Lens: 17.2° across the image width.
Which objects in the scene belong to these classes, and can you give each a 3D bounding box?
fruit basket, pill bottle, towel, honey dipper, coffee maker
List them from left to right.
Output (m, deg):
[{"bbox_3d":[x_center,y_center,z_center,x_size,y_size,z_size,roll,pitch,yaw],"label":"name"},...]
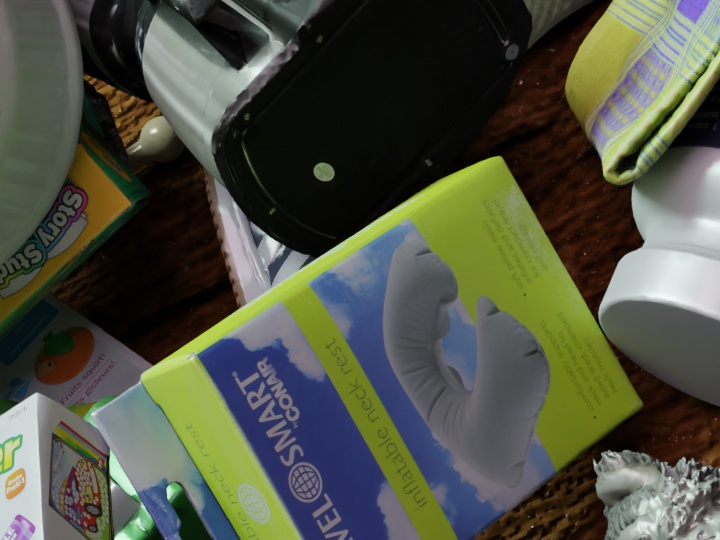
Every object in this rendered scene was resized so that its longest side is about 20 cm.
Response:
[{"bbox_3d":[-0.171,-0.016,1.158,0.200,0.038,0.038,-35,52,-2],"label":"honey dipper"},{"bbox_3d":[-0.153,0.106,1.037,0.200,0.094,0.185,33,78,39],"label":"fruit basket"},{"bbox_3d":[-0.028,-0.126,1.041,0.192,0.135,0.200,-30,43,-19],"label":"coffee maker"},{"bbox_3d":[0.132,-0.111,0.986,0.144,0.023,0.200,-57,8,13],"label":"towel"},{"bbox_3d":[0.179,-0.048,0.964,0.116,0.116,0.200,16,67,32],"label":"pill bottle"}]

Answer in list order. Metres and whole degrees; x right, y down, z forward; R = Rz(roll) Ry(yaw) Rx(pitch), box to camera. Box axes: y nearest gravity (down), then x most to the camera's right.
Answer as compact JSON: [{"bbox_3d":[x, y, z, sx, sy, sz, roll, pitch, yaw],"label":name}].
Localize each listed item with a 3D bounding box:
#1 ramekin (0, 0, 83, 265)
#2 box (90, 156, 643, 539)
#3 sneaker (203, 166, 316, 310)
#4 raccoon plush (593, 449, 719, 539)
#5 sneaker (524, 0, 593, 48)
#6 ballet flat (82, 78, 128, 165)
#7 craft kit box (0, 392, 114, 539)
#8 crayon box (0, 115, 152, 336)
[{"bbox_3d":[-0.219,-0.078,0.984,0.202,0.094,0.203,0,94,3],"label":"ramekin"},{"bbox_3d":[0.008,0.052,0.917,0.200,0.122,0.048,-34,6,-36],"label":"box"},{"bbox_3d":[0.000,0.000,1.047,0.108,0.070,0.200,-22,50,5],"label":"sneaker"},{"bbox_3d":[0.187,0.093,0.916,0.200,0.097,0.134,-23,32,-27],"label":"raccoon plush"},{"bbox_3d":[0.064,-0.161,1.112,0.200,0.075,0.105,-40,57,2],"label":"sneaker"},{"bbox_3d":[-0.192,-0.072,1.158,0.200,0.072,0.072,2,60,40],"label":"ballet flat"},{"bbox_3d":[-0.167,0.172,0.839,0.200,0.049,0.198,-33,41,22],"label":"craft kit box"},{"bbox_3d":[-0.206,-0.009,1.063,0.200,0.058,0.119,-42,91,4],"label":"crayon box"}]
